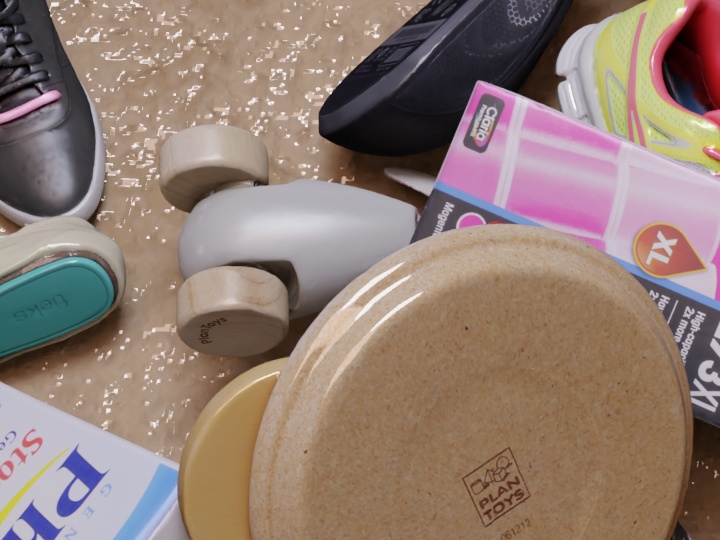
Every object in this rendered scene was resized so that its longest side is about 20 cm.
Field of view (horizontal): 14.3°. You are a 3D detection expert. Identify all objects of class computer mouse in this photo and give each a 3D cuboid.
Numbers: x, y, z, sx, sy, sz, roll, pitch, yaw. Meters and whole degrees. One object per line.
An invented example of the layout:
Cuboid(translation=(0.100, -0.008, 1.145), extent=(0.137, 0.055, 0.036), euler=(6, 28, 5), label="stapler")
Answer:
Cuboid(translation=(0.068, -0.113, 1.304), extent=(0.200, 0.138, 0.053), euler=(-42, 103, -7), label="computer mouse")

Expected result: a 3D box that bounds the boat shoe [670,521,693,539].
Cuboid(translation=(0.088, 0.186, 1.173), extent=(0.069, 0.057, 0.200), euler=(15, 68, 17), label="boat shoe")

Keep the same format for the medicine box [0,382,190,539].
Cuboid(translation=(-0.149, 0.153, 1.164), extent=(0.200, 0.103, 0.182), euler=(18, 65, 50), label="medicine box")

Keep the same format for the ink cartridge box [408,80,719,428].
Cuboid(translation=(0.122, 0.002, 1.187), extent=(0.200, 0.037, 0.095), euler=(23, 94, 9), label="ink cartridge box")

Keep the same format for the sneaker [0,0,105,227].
Cuboid(translation=(-0.177, -0.114, 1.345), extent=(0.071, 0.099, 0.200), euler=(-21, 64, -2), label="sneaker")

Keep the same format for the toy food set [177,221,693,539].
Cuboid(translation=(0.041, 0.079, 1.107), extent=(0.200, 0.198, 0.049), euler=(-47, 28, -9), label="toy food set")

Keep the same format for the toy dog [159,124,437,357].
Cuboid(translation=(0.000, 0.000, 1.277), extent=(0.200, 0.096, 0.132), euler=(18, 65, 2), label="toy dog")

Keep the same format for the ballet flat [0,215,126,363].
Cuboid(translation=(-0.203, 0.025, 1.308), extent=(0.200, 0.069, 0.070), euler=(-20, 62, -2), label="ballet flat")

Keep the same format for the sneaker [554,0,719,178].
Cuboid(translation=(0.149, -0.032, 1.227), extent=(0.078, 0.090, 0.200), euler=(-7, 70, -41), label="sneaker")
